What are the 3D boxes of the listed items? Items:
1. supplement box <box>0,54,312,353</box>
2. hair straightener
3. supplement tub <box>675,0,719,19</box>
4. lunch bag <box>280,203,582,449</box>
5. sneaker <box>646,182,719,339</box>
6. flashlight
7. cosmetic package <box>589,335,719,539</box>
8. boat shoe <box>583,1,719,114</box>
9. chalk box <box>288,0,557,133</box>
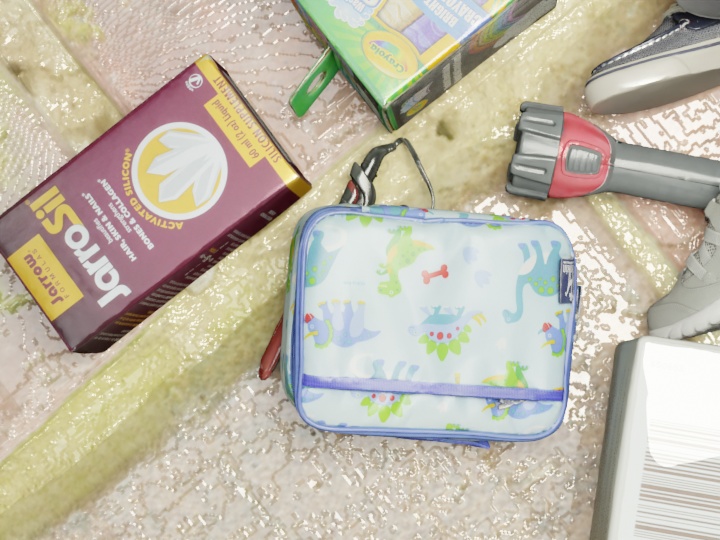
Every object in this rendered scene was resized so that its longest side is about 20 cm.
[{"bbox_3d":[-0.147,-0.044,1.121,0.200,0.086,0.111,-38,85,2],"label":"supplement box"},{"bbox_3d":[0.000,0.000,1.138,0.077,0.041,0.201,25,84,-9],"label":"hair straightener"},{"bbox_3d":[0.243,-0.271,1.042,0.106,0.107,0.201,3,75,5],"label":"supplement tub"},{"bbox_3d":[0.047,0.039,1.085,0.199,0.082,0.162,6,92,-9],"label":"lunch bag"},{"bbox_3d":[0.256,-0.018,1.057,0.074,0.200,0.082,-10,67,-38],"label":"sneaker"},{"bbox_3d":[0.203,-0.068,1.108,0.199,0.068,0.068,11,54,1],"label":"flashlight"},{"bbox_3d":[0.239,0.136,1.022,0.165,0.200,0.169,8,88,6],"label":"cosmetic package"},{"bbox_3d":[0.236,-0.178,1.104,0.199,0.075,0.093,-18,80,-11],"label":"boat shoe"},{"bbox_3d":[0.024,-0.182,1.096,0.200,0.124,0.124,-37,85,1],"label":"chalk box"}]
